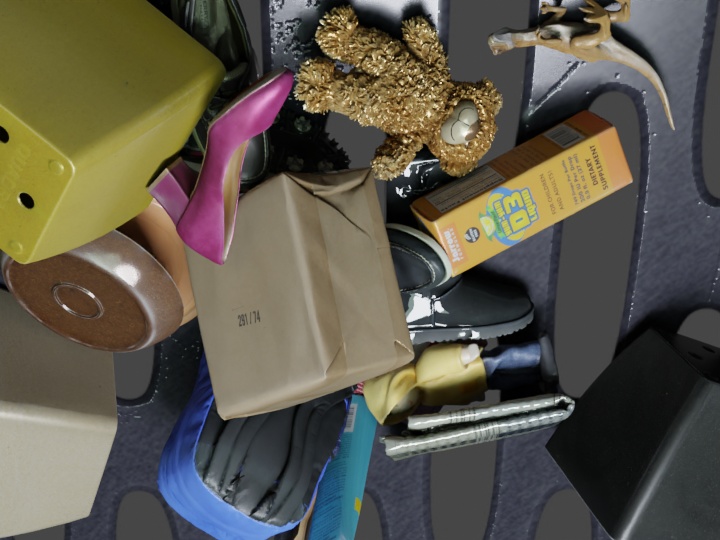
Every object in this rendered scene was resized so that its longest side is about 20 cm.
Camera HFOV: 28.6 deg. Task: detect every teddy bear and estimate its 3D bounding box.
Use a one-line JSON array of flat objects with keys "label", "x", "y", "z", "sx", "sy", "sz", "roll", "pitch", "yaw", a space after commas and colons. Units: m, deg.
[{"label": "teddy bear", "x": 0.038, "y": -0.160, "z": 1.278, "sx": 0.200, "sy": 0.067, "sz": 0.145, "roll": 42, "pitch": 71, "yaw": -9}]

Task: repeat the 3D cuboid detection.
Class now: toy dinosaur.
[{"label": "toy dinosaur", "x": 0.216, "y": -0.209, "z": 1.289, "sx": 0.197, "sy": 0.061, "sz": 0.107, "roll": 16, "pitch": 147, "yaw": -5}]

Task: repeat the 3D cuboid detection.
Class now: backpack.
[{"label": "backpack", "x": -0.113, "y": 0.177, "z": 1.435, "sx": 0.161, "sy": 0.202, "sz": 0.168, "roll": 30, "pitch": 143, "yaw": -17}]

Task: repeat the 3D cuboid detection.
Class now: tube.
[{"label": "tube", "x": -0.019, "y": 0.218, "z": 1.457, "sx": 0.050, "sy": 0.201, "sz": 0.077, "roll": 31, "pitch": 132, "yaw": -17}]

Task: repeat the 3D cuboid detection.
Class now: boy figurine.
[{"label": "boy figurine", "x": 0.101, "y": 0.109, "z": 1.441, "sx": 0.197, "sy": 0.065, "sz": 0.125, "roll": -11, "pitch": 152, "yaw": -4}]

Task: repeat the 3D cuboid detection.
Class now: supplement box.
[{"label": "supplement box", "x": 0.150, "y": -0.072, "z": 1.323, "sx": 0.198, "sy": 0.069, "sz": 0.067, "roll": -28, "pitch": 116, "yaw": -5}]

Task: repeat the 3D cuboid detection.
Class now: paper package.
[{"label": "paper package", "x": -0.064, "y": 0.021, "z": 1.291, "sx": 0.102, "sy": 0.193, "sz": 0.199, "roll": -8, "pitch": 171, "yaw": -37}]

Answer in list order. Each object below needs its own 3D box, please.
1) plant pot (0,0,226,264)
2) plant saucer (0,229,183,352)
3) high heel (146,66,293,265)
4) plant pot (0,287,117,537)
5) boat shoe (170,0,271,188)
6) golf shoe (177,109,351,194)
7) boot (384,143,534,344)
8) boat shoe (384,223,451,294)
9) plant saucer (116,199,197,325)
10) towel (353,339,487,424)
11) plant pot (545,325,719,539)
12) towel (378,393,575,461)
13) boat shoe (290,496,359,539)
[{"label": "plant pot", "x": -0.268, "y": -0.129, "z": 1.198, "sx": 0.199, "sy": 0.177, "sz": 0.200, "roll": 39, "pitch": 131, "yaw": -1}, {"label": "plant saucer", "x": -0.268, "y": 0.019, "z": 1.366, "sx": 0.198, "sy": 0.035, "sz": 0.201, "roll": 16, "pitch": 144, "yaw": 12}, {"label": "high heel", "x": -0.100, "y": -0.087, "z": 1.211, "sx": 0.096, "sy": 0.067, "sz": 0.200, "roll": 47, "pitch": 122, "yaw": -5}, {"label": "plant pot", "x": -0.349, "y": 0.151, "z": 1.440, "sx": 0.175, "sy": 0.201, "sz": 0.202, "roll": 11, "pitch": 124, "yaw": -21}, {"label": "boat shoe", "x": -0.124, "y": -0.170, "z": 1.250, "sx": 0.072, "sy": 0.065, "sz": 0.203, "roll": -18, "pitch": 99, "yaw": -9}, {"label": "golf shoe", "x": -0.108, "y": -0.107, "z": 1.343, "sx": 0.197, "sy": 0.078, "sz": 0.089, "roll": 14, "pitch": 140, "yaw": -5}, {"label": "boot", "x": 0.099, "y": -0.034, "z": 1.394, "sx": 0.163, "sy": 0.066, "sz": 0.203, "roll": -9, "pitch": 112, "yaw": -18}, {"label": "boat shoe", "x": -0.001, "y": -0.002, "z": 1.341, "sx": 0.198, "sy": 0.066, "sz": 0.075, "roll": 12, "pitch": 132, "yaw": 44}, {"label": "plant saucer", "x": -0.234, "y": -0.015, "z": 1.416, "sx": 0.197, "sy": 0.032, "sz": 0.202, "roll": 0, "pitch": 124, "yaw": 0}, {"label": "towel", "x": 0.017, "y": 0.083, "z": 1.491, "sx": 0.198, "sy": 0.023, "sz": 0.145, "roll": 25, "pitch": 122, "yaw": -15}, {"label": "plant pot", "x": 0.340, "y": 0.175, "z": 1.455, "sx": 0.197, "sy": 0.200, "sz": 0.179, "roll": 18, "pitch": 105, "yaw": -21}, {"label": "towel", "x": 0.117, "y": 0.160, "z": 1.466, "sx": 0.197, "sy": 0.193, "sz": 0.035, "roll": -13, "pitch": 80, "yaw": 1}, {"label": "boat shoe", "x": -0.035, "y": 0.269, "z": 1.586, "sx": 0.069, "sy": 0.071, "sz": 0.202, "roll": 13, "pitch": 131, "yaw": -1}]
